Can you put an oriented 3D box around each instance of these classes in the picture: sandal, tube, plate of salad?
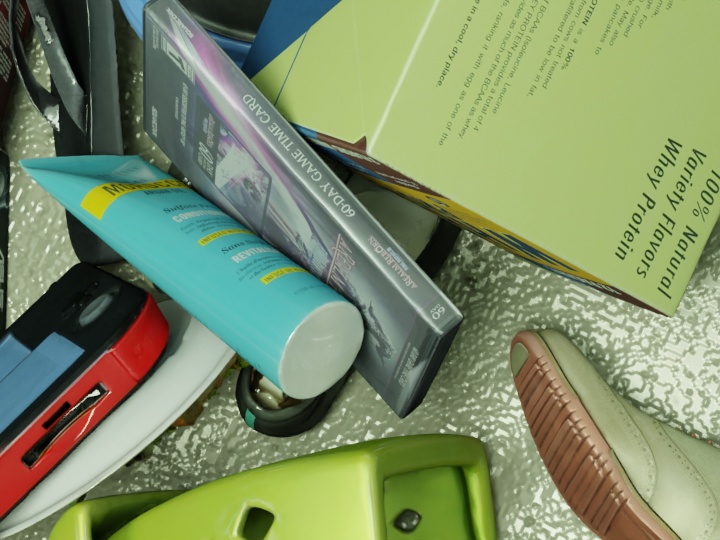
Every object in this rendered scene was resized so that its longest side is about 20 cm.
[{"bbox_3d":[-0.156,-0.102,1.077,0.042,0.076,0.202,-9,92,-24],"label":"sandal"},{"bbox_3d":[-0.080,-0.009,0.983,0.199,0.077,0.051,36,113,37],"label":"tube"},{"bbox_3d":[-0.126,0.077,1.021,0.199,0.200,0.048,-35,108,7],"label":"plate of salad"}]

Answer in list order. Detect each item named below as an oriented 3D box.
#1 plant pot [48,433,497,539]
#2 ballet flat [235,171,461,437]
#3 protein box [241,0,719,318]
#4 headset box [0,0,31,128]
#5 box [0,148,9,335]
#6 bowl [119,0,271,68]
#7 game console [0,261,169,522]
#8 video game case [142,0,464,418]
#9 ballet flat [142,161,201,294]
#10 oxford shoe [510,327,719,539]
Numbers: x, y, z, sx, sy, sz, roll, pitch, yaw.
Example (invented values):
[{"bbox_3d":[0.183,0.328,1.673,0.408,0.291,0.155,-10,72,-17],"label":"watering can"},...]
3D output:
[{"bbox_3d":[-0.038,0.188,0.983,0.180,0.199,0.202,-8,84,18],"label":"plant pot"},{"bbox_3d":[0.000,0.000,1.053,0.068,0.068,0.201,30,91,11],"label":"ballet flat"},{"bbox_3d":[0.082,-0.116,0.963,0.135,0.199,0.200,23,88,56],"label":"protein box"},{"bbox_3d":[-0.262,-0.129,1.092,0.147,0.077,0.202,5,67,14],"label":"headset box"},{"bbox_3d":[-0.276,0.031,1.121,0.158,0.044,0.202,-1,84,12],"label":"box"},{"bbox_3d":[-0.035,-0.183,1.055,0.198,0.039,0.203,-1,62,2],"label":"bowl"},{"bbox_3d":[-0.186,0.076,0.996,0.200,0.177,0.031,-44,112,-10],"label":"game console"},{"bbox_3d":[-0.033,-0.026,0.956,0.019,0.143,0.200,-38,79,-16],"label":"video game case"},{"bbox_3d":[-0.065,-0.079,1.087,0.057,0.066,0.201,20,82,42],"label":"ballet flat"},{"bbox_3d":[0.149,0.105,1.023,0.073,0.071,0.201,-31,77,-18],"label":"oxford shoe"}]
